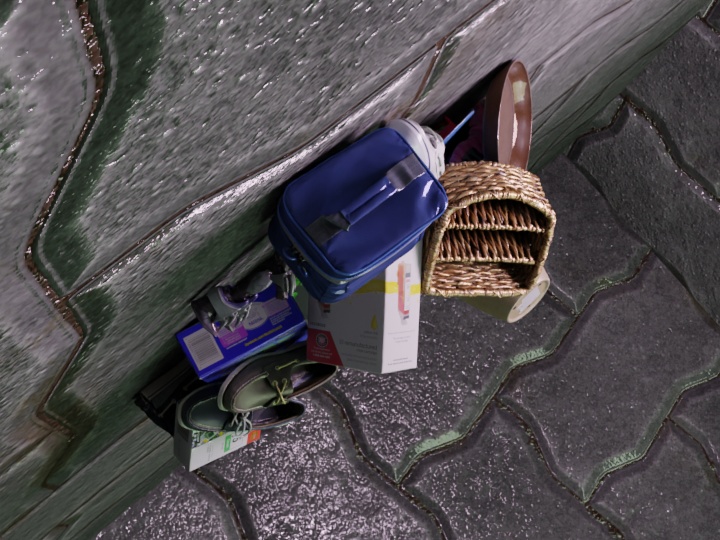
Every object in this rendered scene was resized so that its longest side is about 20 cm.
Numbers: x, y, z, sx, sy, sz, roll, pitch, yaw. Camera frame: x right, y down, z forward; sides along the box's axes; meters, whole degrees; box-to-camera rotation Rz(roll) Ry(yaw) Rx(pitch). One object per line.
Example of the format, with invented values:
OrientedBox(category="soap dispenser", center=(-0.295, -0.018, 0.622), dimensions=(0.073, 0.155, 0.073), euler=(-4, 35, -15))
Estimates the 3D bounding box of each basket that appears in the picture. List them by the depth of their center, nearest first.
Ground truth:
OrientedBox(category="basket", center=(0.178, -0.057, 1.447), dimensions=(0.199, 0.149, 0.143), euler=(3, 147, -28))

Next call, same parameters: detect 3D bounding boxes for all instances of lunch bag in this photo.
OrientedBox(category="lunch bag", center=(-0.010, -0.063, 1.179), dimensions=(0.200, 0.136, 0.132), euler=(-37, 173, -24))

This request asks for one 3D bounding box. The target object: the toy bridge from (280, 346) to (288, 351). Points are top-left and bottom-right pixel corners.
OrientedBox(category="toy bridge", center=(-0.116, 0.136, 1.559), dimensions=(0.067, 0.027, 0.200), euler=(-32, 171, 22))

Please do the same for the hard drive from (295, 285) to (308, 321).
OrientedBox(category="hard drive", center=(-0.025, 0.015, 1.680), dimensions=(0.200, 0.132, 0.026), euler=(-44, 174, 28))

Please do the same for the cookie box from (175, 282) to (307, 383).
OrientedBox(category="cookie box", center=(-0.167, 0.095, 1.498), dimensions=(0.171, 0.075, 0.200), euler=(-28, 172, -6))

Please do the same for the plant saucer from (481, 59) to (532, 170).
OrientedBox(category="plant saucer", center=(0.219, -0.215, 1.544), dimensions=(0.034, 0.201, 0.200), euler=(4, -166, 23))

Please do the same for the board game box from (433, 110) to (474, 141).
OrientedBox(category="board game box", center=(0.096, -0.182, 1.487), dimensions=(0.158, 0.039, 0.200), euler=(-46, 179, 7))

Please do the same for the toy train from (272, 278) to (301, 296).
OrientedBox(category="toy train", center=(-0.097, 0.001, 1.588), dimensions=(0.200, 0.042, 0.056), euler=(-45, 162, 33))

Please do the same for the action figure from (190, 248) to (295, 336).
OrientedBox(category="action figure", center=(-0.115, 0.004, 1.293), dimensions=(0.200, 0.069, 0.130), euler=(-37, -172, 16))

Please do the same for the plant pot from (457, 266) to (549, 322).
OrientedBox(category="plant pot", center=(0.198, -0.019, 1.625), dimensions=(0.187, 0.200, 0.187), euler=(-36, 155, -20))

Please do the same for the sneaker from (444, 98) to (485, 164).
OrientedBox(category="sneaker", center=(0.160, -0.179, 1.599), dimensions=(0.095, 0.079, 0.200), euler=(-25, -153, 44))

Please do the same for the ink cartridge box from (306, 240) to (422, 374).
OrientedBox(category="ink cartridge box", center=(0.004, 0.032, 1.429), dimensions=(0.145, 0.201, 0.083), euler=(6, -174, 41))

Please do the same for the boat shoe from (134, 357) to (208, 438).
OrientedBox(category="boat shoe", center=(-0.252, 0.179, 1.621), dimensions=(0.200, 0.093, 0.075), euler=(-38, 174, -22))

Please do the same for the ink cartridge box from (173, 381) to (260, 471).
OrientedBox(category="ink cartridge box", center=(-0.191, 0.221, 1.587), dimensions=(0.200, 0.050, 0.109), euler=(-20, 135, -37))

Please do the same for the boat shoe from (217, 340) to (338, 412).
OrientedBox(category="boat shoe", center=(-0.115, 0.155, 1.457), dimensions=(0.201, 0.060, 0.072), euler=(-22, 127, -46))

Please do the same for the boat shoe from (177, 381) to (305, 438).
OrientedBox(category="boat shoe", center=(-0.171, 0.206, 1.504), dimensions=(0.200, 0.075, 0.062), euler=(6, -175, -41))

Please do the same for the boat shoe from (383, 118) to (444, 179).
OrientedBox(category="boat shoe", center=(0.072, -0.155, 1.308), dimensions=(0.067, 0.074, 0.200), euler=(-45, 167, -8))
